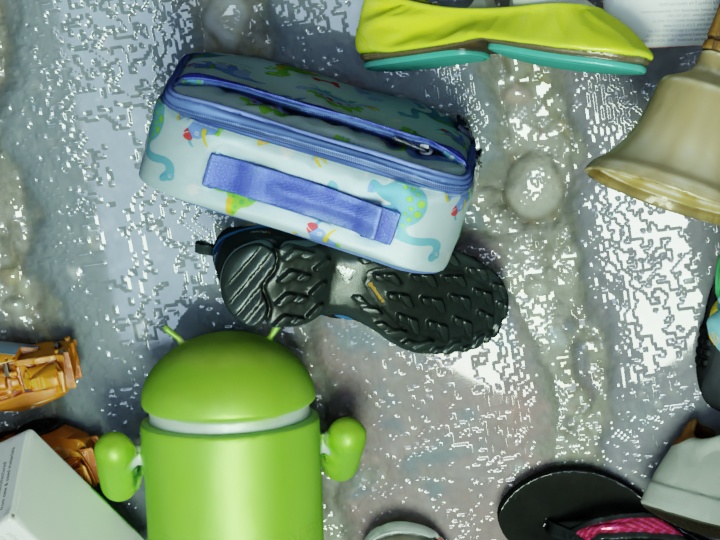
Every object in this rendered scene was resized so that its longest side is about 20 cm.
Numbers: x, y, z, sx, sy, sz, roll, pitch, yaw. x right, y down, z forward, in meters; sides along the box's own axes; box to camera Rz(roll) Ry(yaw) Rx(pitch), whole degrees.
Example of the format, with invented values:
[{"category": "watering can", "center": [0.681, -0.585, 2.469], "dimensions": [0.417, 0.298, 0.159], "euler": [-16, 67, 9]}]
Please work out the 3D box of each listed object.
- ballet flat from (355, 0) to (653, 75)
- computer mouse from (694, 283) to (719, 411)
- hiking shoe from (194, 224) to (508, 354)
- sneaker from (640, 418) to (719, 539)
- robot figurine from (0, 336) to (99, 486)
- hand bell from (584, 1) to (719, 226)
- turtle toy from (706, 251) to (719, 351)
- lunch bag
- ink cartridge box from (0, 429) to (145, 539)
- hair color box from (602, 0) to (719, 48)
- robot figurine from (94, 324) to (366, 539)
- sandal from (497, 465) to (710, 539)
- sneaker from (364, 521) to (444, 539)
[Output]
[{"category": "ballet flat", "center": [0.083, -0.154, 1.226], "dimensions": [0.200, 0.067, 0.067], "euler": [4, 90, 33]}, {"category": "computer mouse", "center": [0.253, -0.001, 1.296], "dimensions": [0.058, 0.034, 0.200], "euler": [7, 106, 4]}, {"category": "hiking shoe", "center": [0.000, 0.000, 1.301], "dimensions": [0.200, 0.087, 0.075], "euler": [11, 108, -22]}, {"category": "sneaker", "center": [0.263, 0.133, 1.262], "dimensions": [0.073, 0.200, 0.085], "euler": [35, 76, -38]}, {"category": "robot figurine", "center": [-0.279, 0.110, 1.365], "dimensions": [0.200, 0.058, 0.145], "euler": [-10, 107, 8]}, {"category": "hand bell", "center": [0.211, -0.134, 1.168], "dimensions": [0.104, 0.104, 0.200], "euler": [20, 88, -1]}, {"category": "turtle toy", "center": [0.271, -0.013, 1.207], "dimensions": [0.146, 0.101, 0.200], "euler": [12, 101, 32]}, {"category": "lunch bag", "center": [-0.028, -0.068, 1.237], "dimensions": [0.200, 0.161, 0.083], "euler": [17, 107, 1]}, {"category": "ink cartridge box", "center": [-0.258, 0.209, 1.340], "dimensions": [0.200, 0.084, 0.146], "euler": [-25, 126, 21]}, {"category": "hair color box", "center": [0.198, -0.238, 1.217], "dimensions": [0.111, 0.064, 0.200], "euler": [-1, 107, 7]}, {"category": "robot figurine", "center": [-0.083, 0.131, 1.318], "dimensions": [0.175, 0.116, 0.200], "euler": [-4, 99, -5]}, {"category": "sandal", "center": [0.187, 0.191, 1.352], "dimensions": [0.200, 0.045, 0.075], "euler": [25, 108, -2]}, {"category": "sneaker", "center": [0.044, 0.268, 1.369], "dimensions": [0.077, 0.082, 0.200], "euler": [-10, 105, 8]}]
